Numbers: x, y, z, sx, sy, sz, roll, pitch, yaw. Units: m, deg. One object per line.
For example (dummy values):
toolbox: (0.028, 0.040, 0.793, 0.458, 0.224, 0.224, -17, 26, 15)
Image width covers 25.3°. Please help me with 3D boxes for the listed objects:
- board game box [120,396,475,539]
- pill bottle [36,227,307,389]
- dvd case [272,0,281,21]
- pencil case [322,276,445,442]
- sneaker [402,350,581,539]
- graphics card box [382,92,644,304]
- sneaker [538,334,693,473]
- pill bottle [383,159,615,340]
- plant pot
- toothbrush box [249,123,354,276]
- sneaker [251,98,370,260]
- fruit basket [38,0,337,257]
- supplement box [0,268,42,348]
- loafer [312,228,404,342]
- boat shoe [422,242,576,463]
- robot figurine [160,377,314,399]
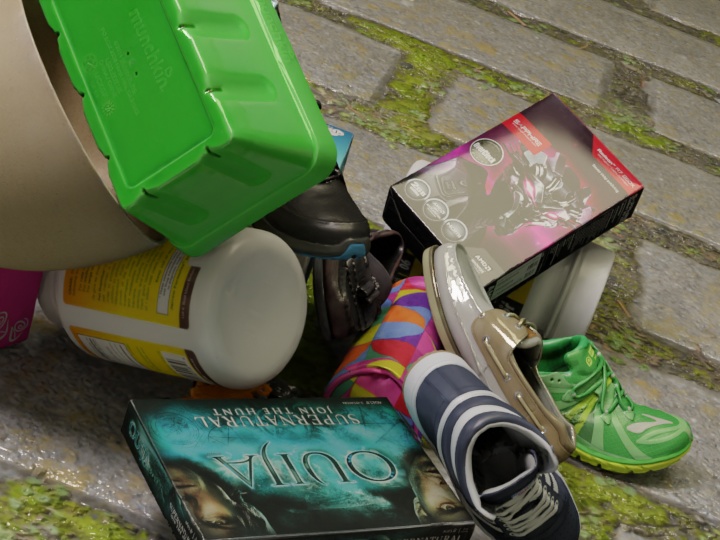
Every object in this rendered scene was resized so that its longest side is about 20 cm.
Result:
board game box: (-0.039, 0.132, 1.028, 0.198, 0.028, 0.136, 1, 33, -33)
pill bottle: (-0.141, 0.017, 1.142, 0.198, 0.111, 0.109, 9, 15, 40)
dvd case: (-0.100, -0.121, 1.346, 0.022, 0.147, 0.200, 24, -17, 9)
pencil case: (0.028, 0.076, 1.252, 0.087, 0.089, 0.200, 23, 27, 6)
sneaker: (0.106, 0.149, 1.083, 0.201, 0.070, 0.108, 52, -4, -30)
graphics card box: (0.131, -0.059, 1.374, 0.199, 0.051, 0.126, -30, 67, -25)
sneaker: (0.182, 0.102, 1.307, 0.198, 0.084, 0.074, 22, 26, 1)
pill bottle: (0.120, -0.011, 1.439, 0.198, 0.115, 0.114, 23, 27, 6)
plant pot: (-0.231, -0.080, 1.050, 0.133, 0.202, 0.201, -25, 32, 5)
toothbrush box: (-0.076, -0.025, 1.293, 0.084, 0.148, 0.201, 18, 28, -1)
sneaker: (-0.053, -0.080, 1.159, 0.073, 0.083, 0.200, -2, 35, -38)
fruit basket: (-0.105, -0.119, 1.064, 0.216, 0.154, 0.217, 46, 27, -31)
supplement box: (-0.331, -0.029, 1.168, 0.199, 0.104, 0.101, 34, 31, 27)
loafer: (0.000, 0.000, 1.266, 0.062, 0.073, 0.200, -7, 16, 5)
boat shoe: (0.109, 0.064, 1.243, 0.075, 0.068, 0.202, 12, 54, -63)
robot figurine: (-0.053, 0.142, 1.096, 0.199, 0.059, 0.144, 39, 31, 30)
